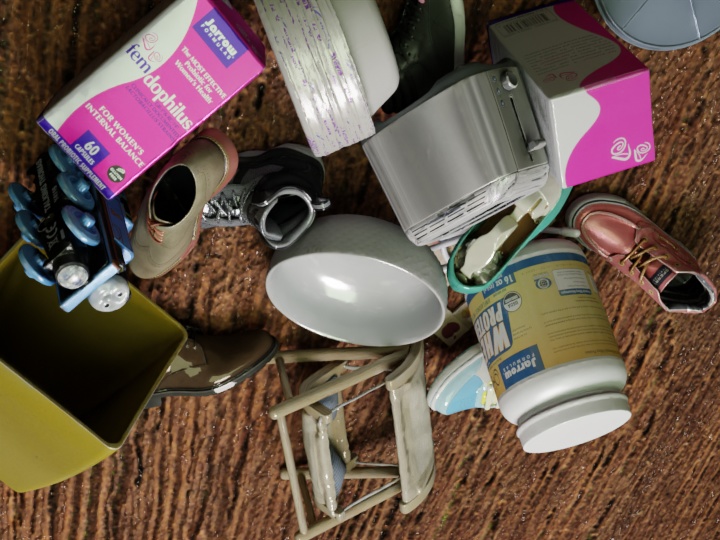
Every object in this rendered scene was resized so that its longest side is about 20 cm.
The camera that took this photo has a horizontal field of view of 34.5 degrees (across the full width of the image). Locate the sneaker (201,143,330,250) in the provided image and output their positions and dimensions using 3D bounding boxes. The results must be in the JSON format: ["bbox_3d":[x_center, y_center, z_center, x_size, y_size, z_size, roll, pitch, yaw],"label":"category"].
[{"bbox_3d":[-0.127,-0.068,1.196,0.197,0.114,0.076,-15,122,-4],"label":"sneaker"}]

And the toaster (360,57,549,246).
[{"bbox_3d":[0.089,-0.110,1.136,0.199,0.131,0.113,-28,173,40],"label":"toaster"}]

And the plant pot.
[{"bbox_3d":[-0.332,0.105,1.191,0.200,0.201,0.176,41,123,-11],"label":"plant pot"}]

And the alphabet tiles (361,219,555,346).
[{"bbox_3d":[0.124,-0.022,1.350,0.200,0.008,0.167,-43,120,12],"label":"alphabet tiles"}]

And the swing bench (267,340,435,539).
[{"bbox_3d":[-0.005,0.186,1.368,0.197,0.130,0.201,-13,122,-7],"label":"swing bench"}]

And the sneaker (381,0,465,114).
[{"bbox_3d":[0.048,-0.235,1.157,0.098,0.071,0.202,-15,134,-8],"label":"sneaker"}]

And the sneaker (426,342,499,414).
[{"bbox_3d":[0.186,0.143,1.356,0.198,0.131,0.080,-24,144,-22],"label":"sneaker"}]

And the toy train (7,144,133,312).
[{"bbox_3d":[-0.275,-0.039,1.133,0.086,0.201,0.114,-39,132,11],"label":"toy train"}]

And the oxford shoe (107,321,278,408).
[{"bbox_3d":[-0.191,0.095,1.303,0.197,0.073,0.085,-14,121,-5],"label":"oxford shoe"}]

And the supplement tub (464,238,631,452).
[{"bbox_3d":[0.205,0.083,1.270,0.143,0.202,0.145,-13,157,-6],"label":"supplement tub"}]

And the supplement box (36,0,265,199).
[{"bbox_3d":[-0.196,-0.179,1.106,0.199,0.104,0.101,-39,110,9],"label":"supplement box"}]

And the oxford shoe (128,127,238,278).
[{"bbox_3d":[-0.195,-0.057,1.147,0.070,0.075,0.201,39,128,6],"label":"oxford shoe"}]

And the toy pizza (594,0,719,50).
[{"bbox_3d":[0.329,-0.329,1.204,0.197,0.032,0.202,-6,120,-11],"label":"toy pizza"}]

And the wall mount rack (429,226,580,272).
[{"bbox_3d":[0.143,-0.080,1.272,0.172,0.075,0.202,-18,123,-6],"label":"wall mount rack"}]

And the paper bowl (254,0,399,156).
[{"bbox_3d":[-0.032,-0.217,1.080,0.103,0.201,0.202,-22,123,2],"label":"paper bowl"}]

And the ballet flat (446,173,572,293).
[{"bbox_3d":[0.159,-0.053,1.199,0.067,0.070,0.201,37,103,1],"label":"ballet flat"}]

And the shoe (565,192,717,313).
[{"bbox_3d":[0.331,-0.018,1.352,0.199,0.091,0.072,27,111,-26],"label":"shoe"}]

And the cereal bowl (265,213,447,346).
[{"bbox_3d":[0.000,0.000,1.261,0.197,0.084,0.201,8,150,5],"label":"cereal bowl"}]

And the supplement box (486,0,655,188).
[{"bbox_3d":[0.207,-0.182,1.160,0.100,0.201,0.104,-16,123,-3],"label":"supplement box"}]
